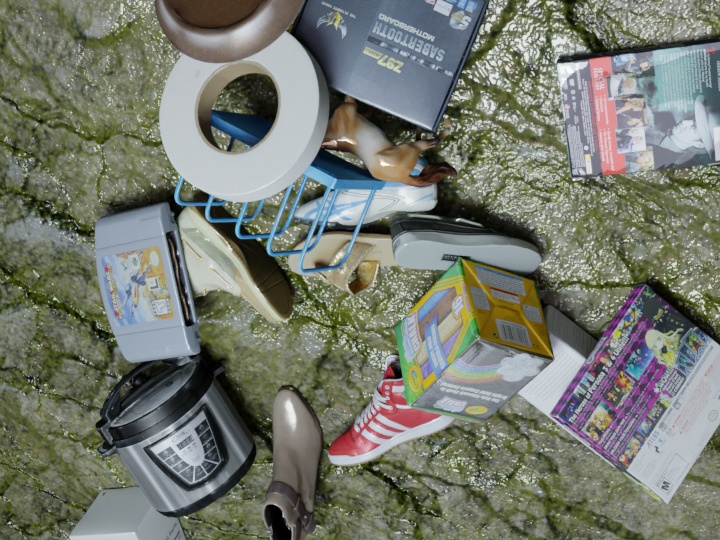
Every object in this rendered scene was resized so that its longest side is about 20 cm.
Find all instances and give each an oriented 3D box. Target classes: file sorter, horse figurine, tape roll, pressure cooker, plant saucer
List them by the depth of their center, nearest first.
[{"bbox_3d":[-0.132,-0.179,1.283,0.200,0.037,0.206,-4,80,20],"label":"tape roll"},{"bbox_3d":[-0.151,-0.333,1.283,0.197,0.032,0.203,-4,77,18],"label":"plant saucer"},{"bbox_3d":[0.024,-0.157,1.350,0.199,0.133,0.050,35,153,3],"label":"horse figurine"},{"bbox_3d":[-0.099,-0.095,1.365,0.198,0.138,0.124,28,105,21],"label":"file sorter"},{"bbox_3d":[-0.262,0.219,1.594,0.177,0.176,0.201,-21,108,27],"label":"pressure cooker"}]

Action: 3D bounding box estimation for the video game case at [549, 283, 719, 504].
[{"bbox_3d":[0.358,0.151,1.406,0.181,0.036,0.201,37,81,-6],"label":"video game case"}]

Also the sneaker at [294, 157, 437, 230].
[{"bbox_3d":[0.005,-0.093,1.433,0.198,0.072,0.074,-12,82,26],"label":"sneaker"}]

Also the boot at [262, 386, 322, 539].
[{"bbox_3d":[-0.101,0.285,1.599,0.069,0.147,0.202,-6,114,20],"label":"boot"}]

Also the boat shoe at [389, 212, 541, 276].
[{"bbox_3d":[0.131,-0.037,1.408,0.197,0.064,0.071,8,140,-21],"label":"boat shoe"}]

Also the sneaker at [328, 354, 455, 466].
[{"bbox_3d":[0.024,0.188,1.559,0.198,0.071,0.113,-25,111,17],"label":"sneaker"}]

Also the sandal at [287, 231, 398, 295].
[{"bbox_3d":[-0.002,-0.004,1.459,0.209,0.070,0.078,-9,137,18],"label":"sandal"}]

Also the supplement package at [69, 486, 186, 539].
[{"bbox_3d":[-0.342,0.450,1.763,0.120,0.120,0.202,-8,113,20],"label":"supplement package"}]

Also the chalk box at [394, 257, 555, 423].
[{"bbox_3d":[0.126,0.102,1.429,0.123,0.125,0.200,16,137,-28],"label":"chalk box"}]

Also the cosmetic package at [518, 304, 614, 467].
[{"bbox_3d":[0.285,0.148,1.468,0.199,0.074,0.102,38,119,-8],"label":"cosmetic package"}]

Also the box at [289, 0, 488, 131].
[{"bbox_3d":[0.027,-0.270,1.310,0.198,0.051,0.159,24,98,3],"label":"box"}]

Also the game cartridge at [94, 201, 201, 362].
[{"bbox_3d":[-0.286,0.019,1.515,0.132,0.041,0.203,-10,95,27],"label":"game cartridge"}]

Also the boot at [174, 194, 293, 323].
[{"bbox_3d":[-0.198,0.019,1.534,0.154,0.072,0.200,-40,94,27],"label":"boot"}]

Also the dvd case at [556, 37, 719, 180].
[{"bbox_3d":[0.333,-0.185,1.316,0.197,0.022,0.148,-5,115,19],"label":"dvd case"}]
